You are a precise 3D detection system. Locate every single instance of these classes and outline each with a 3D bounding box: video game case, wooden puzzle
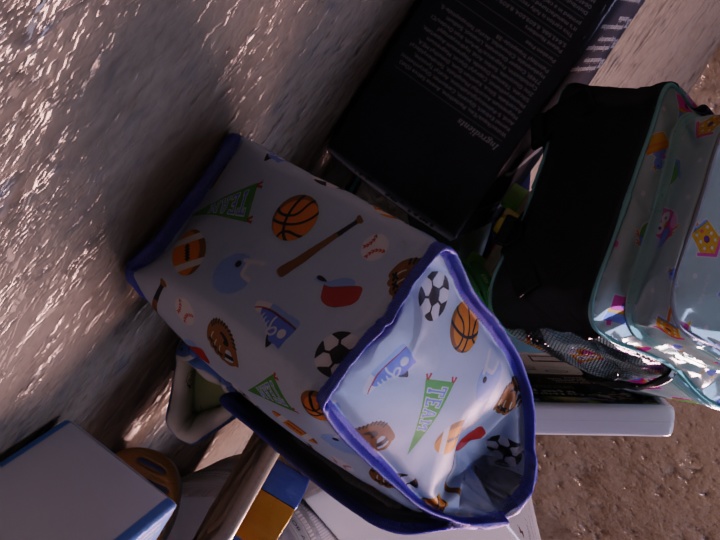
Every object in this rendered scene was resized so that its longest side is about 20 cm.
[{"bbox_3d":[0.090,0.080,1.347,0.182,0.199,0.023,-122,-147,-81],"label":"video game case"},{"bbox_3d":[-0.052,0.118,1.274,0.200,0.046,0.185,-55,-178,-20],"label":"wooden puzzle"}]

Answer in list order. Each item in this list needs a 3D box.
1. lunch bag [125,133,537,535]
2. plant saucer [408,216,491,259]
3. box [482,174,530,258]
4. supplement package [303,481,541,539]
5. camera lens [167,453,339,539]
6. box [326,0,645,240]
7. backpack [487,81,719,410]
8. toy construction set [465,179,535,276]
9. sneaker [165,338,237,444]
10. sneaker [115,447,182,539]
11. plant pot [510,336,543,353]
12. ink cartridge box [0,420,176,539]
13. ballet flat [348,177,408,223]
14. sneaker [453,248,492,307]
[{"bbox_3d":[-0.004,0.049,1.076,0.124,0.170,0.200,-50,141,-9],"label":"lunch bag"},{"bbox_3d":[0.053,-0.021,1.491,0.201,0.027,0.200,-90,-154,-51],"label":"plant saucer"},{"bbox_3d":[0.084,-0.033,1.508,0.121,0.032,0.201,-49,-152,48],"label":"box"},{"bbox_3d":[0.047,0.168,1.562,0.117,0.200,0.117,-27,-142,14],"label":"supplement package"},{"bbox_3d":[-0.094,0.224,1.518,0.160,0.160,0.200,-55,171,9],"label":"camera lens"},{"bbox_3d":[0.086,-0.132,1.308,0.200,0.104,0.148,-56,172,13],"label":"box"},{"bbox_3d":[0.195,-0.008,1.244,0.200,0.153,0.176,36,67,-50],"label":"backpack"},{"bbox_3d":[0.142,-0.037,1.369,0.200,0.092,0.131,-35,163,-34],"label":"toy construction set"},{"bbox_3d":[-0.063,0.035,1.240,0.077,0.076,0.200,-51,170,-47],"label":"sneaker"},{"bbox_3d":[-0.176,0.208,1.311,0.200,0.075,0.088,-52,171,-7],"label":"sneaker"},{"bbox_3d":[0.047,0.060,1.657,0.134,0.201,0.200,-3,140,-31],"label":"plant pot"},{"bbox_3d":[-0.203,0.199,1.101,0.200,0.084,0.145,-58,171,25],"label":"ink cartridge box"},{"bbox_3d":[0.000,0.000,1.484,0.072,0.072,0.200,-41,164,-55],"label":"ballet flat"},{"bbox_3d":[0.049,0.012,1.279,0.200,0.083,0.074,-148,-124,-75],"label":"sneaker"}]
